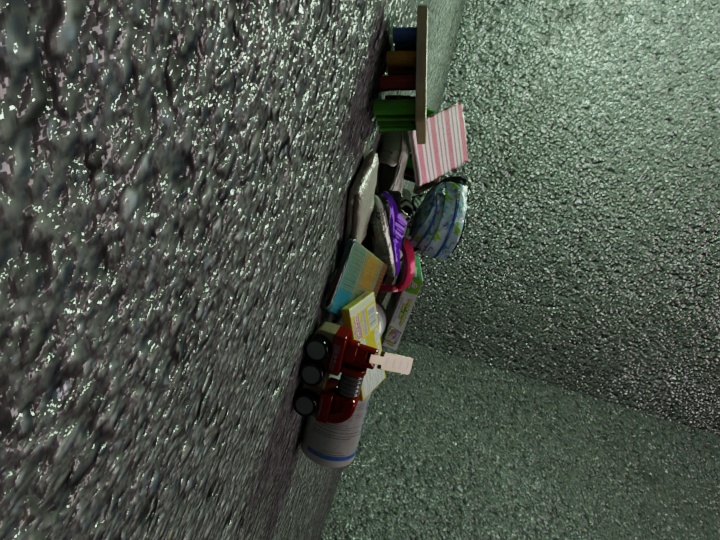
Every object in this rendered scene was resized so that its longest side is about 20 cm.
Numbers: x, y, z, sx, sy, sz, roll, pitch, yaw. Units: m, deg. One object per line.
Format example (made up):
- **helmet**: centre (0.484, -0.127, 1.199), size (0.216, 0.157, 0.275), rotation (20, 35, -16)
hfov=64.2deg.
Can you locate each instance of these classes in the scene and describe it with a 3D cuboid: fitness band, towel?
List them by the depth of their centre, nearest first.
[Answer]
- **towel**: centre (0.001, -0.123, 1.166), size (0.202, 0.034, 0.134), rotation (97, 10, -47)
- **towel**: centre (-0.007, 0.029, 1.188), size (0.200, 0.021, 0.149), rotation (31, 80, -64)
- **towel**: centre (0.183, -0.299, 1.355), size (0.199, 0.030, 0.149), rotation (-31, 121, -35)
- **fitness band**: centre (0.065, -0.020, 1.415), size (0.199, 0.037, 0.146), rotation (2, -90, 57)

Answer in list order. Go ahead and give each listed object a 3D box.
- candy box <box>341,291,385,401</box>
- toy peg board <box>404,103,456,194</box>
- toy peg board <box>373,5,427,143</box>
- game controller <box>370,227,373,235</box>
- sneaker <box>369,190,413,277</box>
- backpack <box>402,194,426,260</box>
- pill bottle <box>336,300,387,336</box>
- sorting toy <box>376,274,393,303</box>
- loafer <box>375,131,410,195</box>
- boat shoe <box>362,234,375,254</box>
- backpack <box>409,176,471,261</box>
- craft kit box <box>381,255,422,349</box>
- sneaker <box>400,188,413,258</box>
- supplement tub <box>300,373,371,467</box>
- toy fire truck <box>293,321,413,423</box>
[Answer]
- **candy box**: centre (0.008, 0.156, 1.192), size (0.102, 0.026, 0.203), rotation (-30, 117, -51)
- **toy peg board**: centre (0.157, -0.322, 1.493), size (0.199, 0.096, 0.203), rotation (177, -71, -81)
- **toy peg board**: centre (0.079, -0.362, 1.099), size (0.200, 0.096, 0.203), rotation (-11, 101, -84)
- **game controller**: centre (0.038, -0.108, 1.531), size (0.105, 0.041, 0.202), rotation (-89, -173, -51)
- **sneaker**: centre (0.080, -0.085, 1.292), size (0.098, 0.069, 0.203), rotation (-23, 116, -25)
- **backpack**: centre (0.125, -0.115, 1.609), size (0.166, 0.127, 0.201), rotation (-27, 162, -38)
- **pill bottle**: centre (0.001, 0.129, 1.381), size (0.200, 0.112, 0.116), rotation (-21, 126, -82)
- **sorting toy**: centre (0.031, 0.071, 1.578), size (0.202, 0.069, 0.199), rotation (-63, 176, 5)
- **loafer**: centre (0.069, -0.249, 1.300), size (0.069, 0.069, 0.204), rotation (-11, 107, -58)
- **boat shoe**: centre (0.000, 0.000, 1.328), size (0.074, 0.075, 0.202), rotation (59, 35, -37)
- **backpack**: centre (0.195, -0.119, 1.414), size (0.163, 0.152, 0.203), rotation (133, -36, -51)
- **craft kit box**: centre (0.107, 0.076, 1.506), size (0.200, 0.048, 0.200), rotation (-80, -169, -71)
- **sneaker**: centre (0.091, -0.100, 1.443), size (0.080, 0.072, 0.203), rotation (-103, -164, -56)
- **supplement tub**: centre (-0.053, 0.321, 1.289), size (0.132, 0.130, 0.203), rotation (-47, 152, -75)
- **toy fire truck**: centre (-0.009, 0.203, 1.105), size (0.129, 0.197, 0.179), rotation (-51, 155, -72)
